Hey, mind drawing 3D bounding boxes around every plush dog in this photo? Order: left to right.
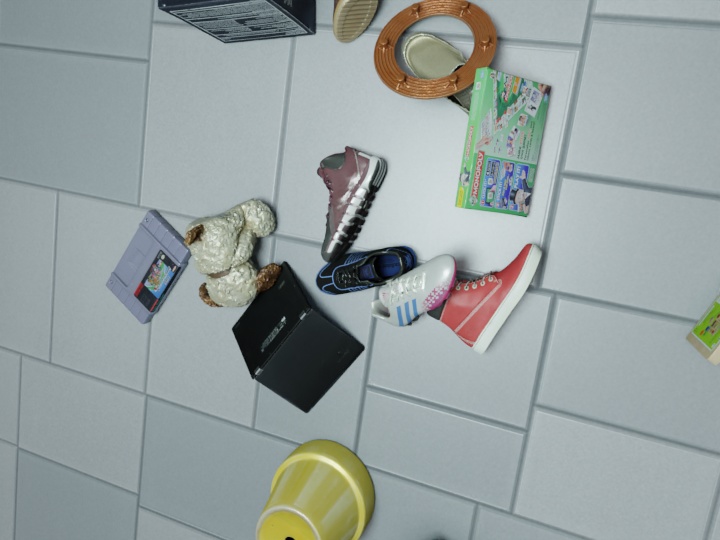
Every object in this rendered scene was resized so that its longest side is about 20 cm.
[{"bbox_3d":[-0.246,-0.015,1.038,0.195,0.161,0.176,-16,107,19],"label":"plush dog"}]

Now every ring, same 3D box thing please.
[{"bbox_3d":[0.114,-0.355,0.880,0.194,0.019,0.206,-5,66,11],"label":"ring"}]

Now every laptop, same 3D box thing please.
[{"bbox_3d":[-0.126,0.130,1.081,0.188,0.115,0.202,-48,52,18],"label":"laptop"}]

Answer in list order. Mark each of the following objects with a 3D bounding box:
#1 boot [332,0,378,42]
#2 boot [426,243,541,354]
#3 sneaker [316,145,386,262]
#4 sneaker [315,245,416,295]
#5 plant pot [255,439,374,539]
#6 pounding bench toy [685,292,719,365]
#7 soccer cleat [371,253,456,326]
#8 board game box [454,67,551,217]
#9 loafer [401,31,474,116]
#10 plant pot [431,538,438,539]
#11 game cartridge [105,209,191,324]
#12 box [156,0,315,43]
[{"bbox_3d":[-0.021,-0.513,0.936,0.202,0.070,0.170,117,139,-50],"label":"boot"},{"bbox_3d":[0.195,0.018,0.927,0.143,0.072,0.203,36,110,13],"label":"boot"},{"bbox_3d":[-0.043,-0.125,0.996,0.114,0.075,0.204,30,95,18],"label":"sneaker"},{"bbox_3d":[0.000,0.000,0.985,0.195,0.078,0.072,-17,91,20],"label":"sneaker"},{"bbox_3d":[-0.092,0.441,1.013,0.195,0.188,0.208,3,99,18],"label":"plant pot"},{"bbox_3d":[0.590,0.072,0.766,0.154,0.124,0.203,34,106,12],"label":"pounding bench toy"},{"bbox_3d":[0.081,0.036,0.915,0.084,0.072,0.201,13,145,-19],"label":"soccer cleat"},{"bbox_3d":[0.220,-0.193,0.867,0.131,0.029,0.207,4,100,-28],"label":"board game box"},{"bbox_3d":[0.145,-0.317,0.902,0.199,0.068,0.076,41,107,10],"label":"loafer"},{"bbox_3d":[0.121,0.559,0.967,0.201,0.198,0.135,-47,54,17],"label":"plant pot"},{"bbox_3d":[-0.437,-0.004,1.161,0.129,0.038,0.202,42,108,14],"label":"game cartridge"},{"bbox_3d":[-0.199,-0.474,0.933,0.194,0.198,0.128,3,95,18],"label":"box"}]
